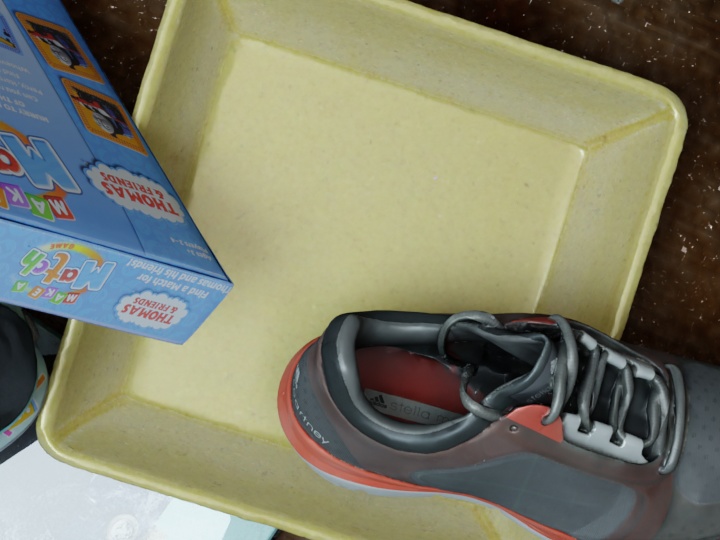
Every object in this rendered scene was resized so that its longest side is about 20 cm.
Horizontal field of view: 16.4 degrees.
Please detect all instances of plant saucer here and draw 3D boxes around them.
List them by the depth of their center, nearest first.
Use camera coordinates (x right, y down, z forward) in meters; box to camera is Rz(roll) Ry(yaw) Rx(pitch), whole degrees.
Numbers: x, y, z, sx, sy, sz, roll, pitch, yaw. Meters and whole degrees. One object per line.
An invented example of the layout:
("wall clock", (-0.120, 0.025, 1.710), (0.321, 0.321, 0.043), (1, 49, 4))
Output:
("plant saucer", (0.000, 0.000, 0.938), (0.199, 0.048, 0.201), (18, 90, -6))

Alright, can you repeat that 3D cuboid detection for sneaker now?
("sneaker", (0.072, 0.053, 0.873), (0.199, 0.082, 0.078), (5, 67, -6))

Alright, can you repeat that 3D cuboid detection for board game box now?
("board game box", (-0.144, -0.068, 0.858), (0.037, 0.151, 0.200), (-48, 53, 20))

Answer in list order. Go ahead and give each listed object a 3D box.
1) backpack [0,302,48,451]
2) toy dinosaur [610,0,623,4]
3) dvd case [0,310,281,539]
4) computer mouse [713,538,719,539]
("backpack", (-0.219, 0.006, 0.891), (0.175, 0.153, 0.200), (-36, 64, 5))
("toy dinosaur", (0.149, -0.161, 0.870), (0.199, 0.136, 0.086), (-34, 129, 19))
("dvd case", (-0.137, 0.132, 0.962), (0.146, 0.022, 0.201), (34, 91, 1))
("computer mouse", (0.189, 0.121, 0.913), (0.199, 0.044, 0.110), (-7, 90, 1))
